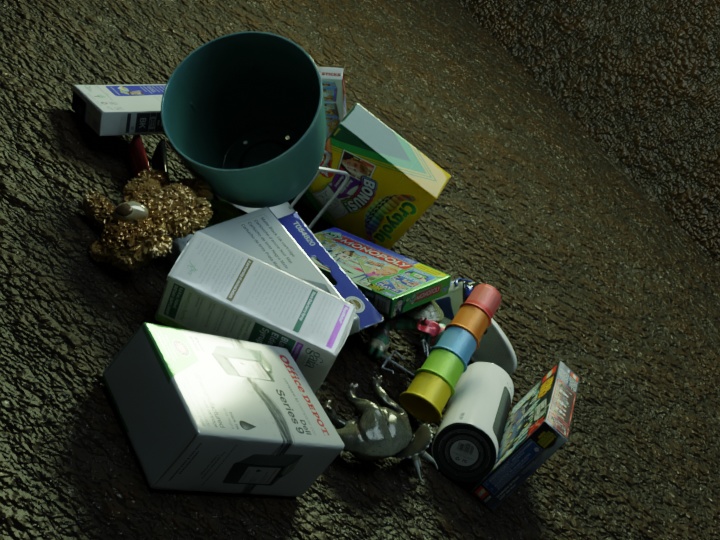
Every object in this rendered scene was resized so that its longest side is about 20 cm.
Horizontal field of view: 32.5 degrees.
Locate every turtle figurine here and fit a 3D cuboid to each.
[{"bbox_3d":[0.062,0.063,1.663,0.150,0.101,0.200,9,31,-51],"label":"turtle figurine"}]

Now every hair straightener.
[{"bbox_3d":[-0.237,-0.098,1.550,0.077,0.041,0.200,11,35,-32],"label":"hair straightener"}]

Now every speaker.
[{"bbox_3d":[0.145,0.188,1.571,0.081,0.081,0.200,39,22,-1],"label":"speaker"}]

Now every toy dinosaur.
[{"bbox_3d":[0.015,0.178,1.393,0.102,0.077,0.200,45,19,31],"label":"toy dinosaur"}]

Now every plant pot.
[{"bbox_3d":[-0.132,-0.172,1.555,0.201,0.200,0.161,51,-9,25],"label":"plant pot"}]

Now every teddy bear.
[{"bbox_3d":[-0.243,-0.073,1.425,0.145,0.067,0.200,26,31,18],"label":"teddy bear"}]

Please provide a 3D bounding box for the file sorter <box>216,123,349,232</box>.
[{"bbox_3d":[-0.135,-0.158,1.728,0.200,0.125,0.139,50,24,25],"label":"file sorter"}]

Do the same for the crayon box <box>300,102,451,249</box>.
[{"bbox_3d":[0.010,-0.125,1.798,0.172,0.200,0.058,38,55,-3],"label":"crayon box"}]

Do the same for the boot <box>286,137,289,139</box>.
[{"bbox_3d":[-0.093,-0.205,1.964,0.174,0.069,0.200,19,22,-25],"label":"boot"}]

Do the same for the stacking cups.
[{"bbox_3d":[0.122,0.098,1.579,0.060,0.061,0.200,37,63,-6],"label":"stacking cups"}]

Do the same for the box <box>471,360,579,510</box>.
[{"bbox_3d":[0.212,0.206,1.565,0.040,0.137,0.200,42,22,-1],"label":"box"}]

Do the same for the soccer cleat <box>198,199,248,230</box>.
[{"bbox_3d":[-0.119,-0.027,1.585,0.200,0.068,0.081,38,21,3],"label":"soccer cleat"}]

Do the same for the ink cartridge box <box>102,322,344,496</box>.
[{"bbox_3d":[-0.133,0.140,1.220,0.200,0.084,0.146,14,34,-47],"label":"ink cartridge box"}]

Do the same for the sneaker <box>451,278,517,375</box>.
[{"bbox_3d":[0.179,0.076,1.843,0.200,0.071,0.099,46,28,25],"label":"sneaker"}]

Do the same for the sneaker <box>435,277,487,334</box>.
[{"bbox_3d":[0.119,0.039,1.763,0.081,0.115,0.199,7,39,-54],"label":"sneaker"}]

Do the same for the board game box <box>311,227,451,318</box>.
[{"bbox_3d":[0.000,0.000,1.626,0.200,0.029,0.134,23,27,31],"label":"board game box"}]

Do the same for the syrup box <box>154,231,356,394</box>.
[{"bbox_3d":[-0.114,0.047,1.353,0.200,0.079,0.082,26,47,-1],"label":"syrup box"}]

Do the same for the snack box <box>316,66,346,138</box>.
[{"bbox_3d":[-0.057,-0.222,1.790,0.072,0.200,0.024,5,60,4],"label":"snack box"}]

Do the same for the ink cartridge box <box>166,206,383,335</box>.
[{"bbox_3d":[-0.095,0.012,1.475,0.200,0.041,0.200,-23,61,-37],"label":"ink cartridge box"}]

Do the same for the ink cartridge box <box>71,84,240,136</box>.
[{"bbox_3d":[-0.269,-0.214,1.628,0.200,0.039,0.099,-7,31,-33],"label":"ink cartridge box"}]
